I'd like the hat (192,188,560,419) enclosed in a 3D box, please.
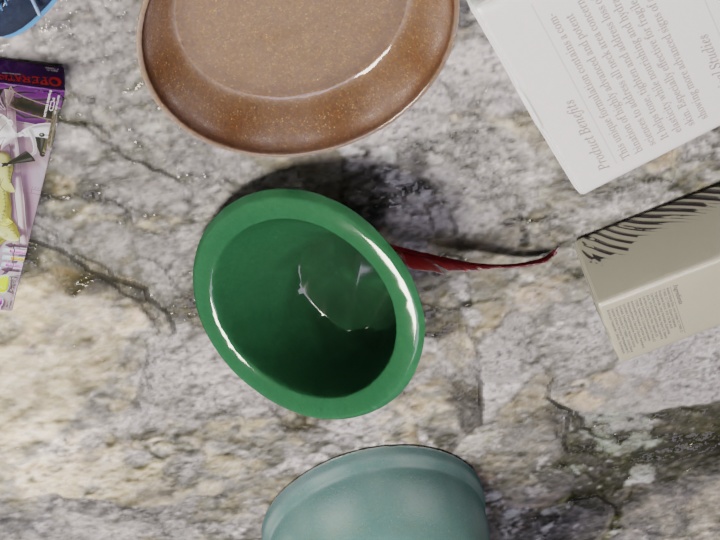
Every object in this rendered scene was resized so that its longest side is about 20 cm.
[{"bbox_3d":[0.000,0.000,1.203,0.200,0.176,0.166,43,122,-2],"label":"hat"}]

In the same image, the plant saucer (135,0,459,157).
[{"bbox_3d":[-0.039,-0.155,1.012,0.199,0.037,0.201,-7,137,-7],"label":"plant saucer"}]

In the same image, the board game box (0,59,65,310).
[{"bbox_3d":[-0.266,-0.054,1.064,0.119,0.032,0.201,8,133,-17],"label":"board game box"}]

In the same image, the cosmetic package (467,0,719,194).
[{"bbox_3d":[0.161,-0.187,0.938,0.199,0.167,0.168,-26,136,11],"label":"cosmetic package"}]

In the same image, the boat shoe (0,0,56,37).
[{"bbox_3d":[-0.176,-0.215,0.879,0.068,0.084,0.201,-10,136,-56],"label":"boat shoe"}]

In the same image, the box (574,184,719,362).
[{"bbox_3d":[0.266,-0.012,1.227,0.199,0.069,0.082,-21,138,6],"label":"box"}]

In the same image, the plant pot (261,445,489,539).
[{"bbox_3d":[0.023,0.264,1.403,0.198,0.135,0.201,-8,138,-7],"label":"plant pot"}]
